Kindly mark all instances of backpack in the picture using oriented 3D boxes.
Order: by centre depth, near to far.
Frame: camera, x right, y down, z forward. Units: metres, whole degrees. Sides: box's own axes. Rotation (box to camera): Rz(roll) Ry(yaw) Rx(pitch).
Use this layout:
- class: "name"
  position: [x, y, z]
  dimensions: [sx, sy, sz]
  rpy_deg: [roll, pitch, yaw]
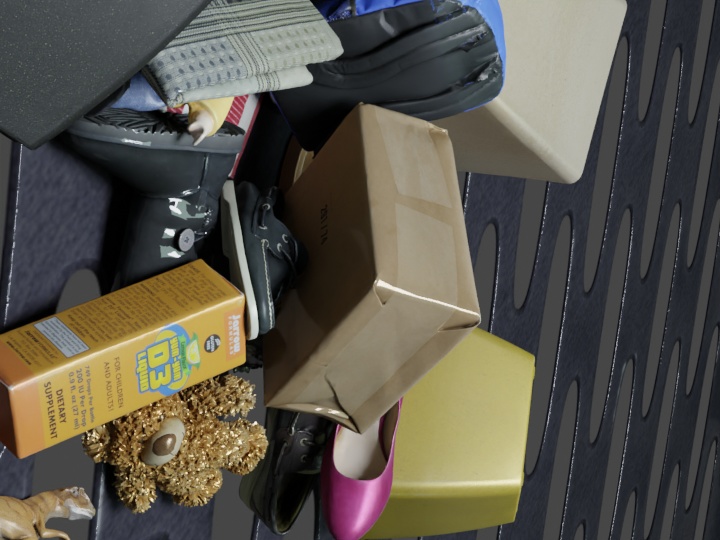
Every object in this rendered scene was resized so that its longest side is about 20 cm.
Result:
- class: "backpack"
  position: [0.021, -0.216, 1.204]
  dimensions: [0.163, 0.197, 0.170]
  rpy_deg: [55, 29, -55]

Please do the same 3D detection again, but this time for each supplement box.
- class: "supplement box"
  position: [-0.180, 0.061, 1.037]
  dimensions: [0.199, 0.069, 0.067]
  rpy_deg: [-24, 129, -34]

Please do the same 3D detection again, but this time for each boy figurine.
- class: "boy figurine"
  position: [-0.128, -0.155, 1.045]
  dimensions: [0.199, 0.064, 0.126]
  rpy_deg: [-14, 85, -49]

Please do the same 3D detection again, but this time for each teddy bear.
- class: "teddy bear"
  position: [-0.144, 0.146, 1.157]
  dimensions: [0.143, 0.067, 0.201]
  rpy_deg: [-21, 149, -7]

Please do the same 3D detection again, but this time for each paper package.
- class: "paper package"
  position: [0.000, 0.000, 1.178]
  dimensions: [0.102, 0.191, 0.202]
  rpy_deg: [18, 45, -27]

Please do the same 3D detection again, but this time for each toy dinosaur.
- class: "toy dinosaur"
  position: [-0.268, 0.188, 1.023]
  dimensions: [0.200, 0.060, 0.108]
  rpy_deg: [25, 55, -66]

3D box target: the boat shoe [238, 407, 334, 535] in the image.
- class: "boat shoe"
  position: [-0.051, 0.159, 1.294]
  dimensions: [0.073, 0.065, 0.202]
  rpy_deg: [-14, 139, -39]

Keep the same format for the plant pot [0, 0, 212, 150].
- class: "plant pot"
  position: [-0.218, -0.193, 0.814]
  dimensions: [0.178, 0.199, 0.199]
  rpy_deg: [-56, 141, -3]

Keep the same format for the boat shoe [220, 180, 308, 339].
- class: "boat shoe"
  position: [-0.076, -0.013, 1.147]
  dimensions: [0.200, 0.065, 0.075]
  rpy_deg: [-111, -160, -62]

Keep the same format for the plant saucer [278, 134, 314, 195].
- class: "plant saucer"
  position: [-0.015, -0.077, 1.380]
  dimensions: [0.200, 0.032, 0.203]
  rpy_deg: [-31, 127, -54]

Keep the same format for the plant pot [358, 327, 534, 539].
- class: "plant pot"
  position: [0.076, 0.156, 1.388]
  dimensions: [0.200, 0.174, 0.203]
  rpy_deg: [84, 14, -67]

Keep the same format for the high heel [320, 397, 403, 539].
- class: "high heel"
  position: [0.008, 0.131, 1.228]
  dimensions: [0.096, 0.066, 0.202]
  rpy_deg: [92, 16, -58]

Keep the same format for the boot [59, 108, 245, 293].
- class: "boot"
  position: [-0.177, -0.020, 1.089]
  dimensions: [0.163, 0.065, 0.202]
  rpy_deg: [3, 112, -41]

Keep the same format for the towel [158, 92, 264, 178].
- class: "towel"
  position: [-0.132, -0.179, 1.145]
  dimensions: [0.200, 0.022, 0.146]
  rpy_deg: [47, 58, -58]

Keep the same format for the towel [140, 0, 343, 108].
- class: "towel"
  position: [-0.122, -0.208, 1.018]
  dimensions: [0.199, 0.194, 0.035]
  rpy_deg: [-22, 164, -50]

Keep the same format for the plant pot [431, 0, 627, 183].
- class: "plant pot"
  position: [0.122, -0.221, 1.422]
  dimensions: [0.176, 0.198, 0.203]
  rpy_deg: [27, 77, -49]

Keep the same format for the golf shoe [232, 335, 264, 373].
- class: "golf shoe"
  position: [-0.083, 0.050, 1.283]
  dimensions: [0.200, 0.076, 0.089]
  rpy_deg: [21, 65, -65]
